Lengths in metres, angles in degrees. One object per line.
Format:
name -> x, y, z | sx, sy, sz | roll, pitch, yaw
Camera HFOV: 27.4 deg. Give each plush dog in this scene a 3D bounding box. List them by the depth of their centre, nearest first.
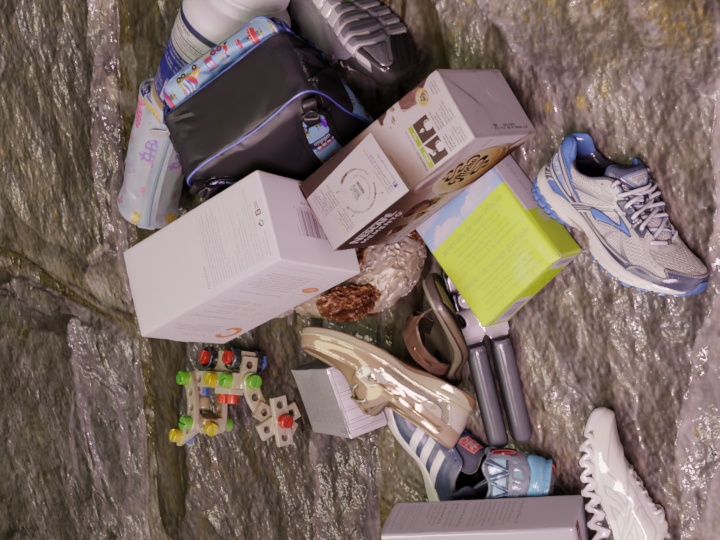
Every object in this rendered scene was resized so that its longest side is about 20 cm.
plush dog -> 0.000, 0.000, 1.589 | 0.160, 0.200, 0.172 | 44, 158, -22

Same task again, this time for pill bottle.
pill bottle -> -0.142, -0.247, 1.584 | 0.120, 0.120, 0.200 | 49, 133, 23

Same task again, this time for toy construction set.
toy construction set -> -0.166, 0.165, 1.889 | 0.200, 0.092, 0.131 | 0, 82, 41

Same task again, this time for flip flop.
flip flop -> 0.073, 0.073, 1.544 | 0.200, 0.058, 0.081 | 91, 162, -64

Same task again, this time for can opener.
can opener -> 0.135, 0.086, 1.549 | 0.066, 0.053, 0.200 | -153, 48, -83

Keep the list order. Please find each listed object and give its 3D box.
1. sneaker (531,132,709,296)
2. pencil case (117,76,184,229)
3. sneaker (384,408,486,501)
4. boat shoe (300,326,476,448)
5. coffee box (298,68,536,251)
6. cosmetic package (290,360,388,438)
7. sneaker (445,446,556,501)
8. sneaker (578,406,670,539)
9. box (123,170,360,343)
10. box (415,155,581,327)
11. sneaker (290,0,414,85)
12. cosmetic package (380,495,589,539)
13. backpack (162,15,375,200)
sneaker -> 0.239, -0.053, 1.339 | 0.200, 0.077, 0.085 | 42, 130, 29
pencil case -> -0.250, -0.146, 1.857 | 0.200, 0.083, 0.091 | 111, 148, -40
sneaker -> 0.097, 0.187, 1.616 | 0.084, 0.075, 0.200 | -25, 93, 46
boat shoe -> 0.020, 0.121, 1.554 | 0.200, 0.065, 0.072 | 26, 170, 5
coffee box -> 0.053, -0.106, 1.422 | 0.200, 0.113, 0.080 | -38, 74, 34
cosmetic package -> -0.026, 0.143, 1.692 | 0.200, 0.051, 0.083 | 166, 86, -76
sneaker -> 0.130, 0.266, 1.555 | 0.095, 0.079, 0.200 | 22, 111, 0
sneaker -> 0.259, 0.231, 1.451 | 0.081, 0.075, 0.200 | -7, 91, 17
box -> -0.121, -0.009, 1.492 | 0.200, 0.124, 0.098 | -28, 68, 33
box -> 0.116, -0.058, 1.482 | 0.122, 0.048, 0.200 | -47, 69, 34
sneaker -> -0.015, -0.234, 1.566 | 0.200, 0.075, 0.116 | 54, 145, 33
cosmetic package -> 0.129, 0.287, 1.482 | 0.200, 0.074, 0.102 | -5, 110, 17
backpack -> -0.081, -0.148, 1.520 | 0.183, 0.200, 0.135 | -34, 65, 19
